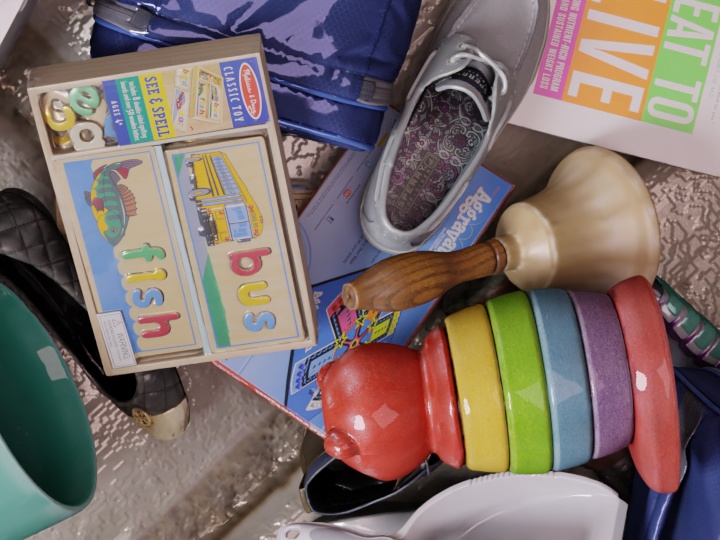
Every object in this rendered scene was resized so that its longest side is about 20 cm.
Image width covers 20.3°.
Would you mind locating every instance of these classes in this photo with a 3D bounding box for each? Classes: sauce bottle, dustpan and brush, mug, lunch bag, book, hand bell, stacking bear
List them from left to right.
[{"bbox_3d":[-0.245,0.086,1.209,0.114,0.186,0.152,-26,124,11],"label":"mug"},{"bbox_3d":[-0.071,-0.146,1.185,0.199,0.136,0.133,15,97,-10],"label":"lunch bag"},{"bbox_3d":[0.048,0.176,1.201,0.199,0.057,0.140,2,60,24],"label":"dustpan and brush"},{"bbox_3d":[0.072,-0.006,1.198,0.199,0.104,0.105,-14,104,-33],"label":"hand bell"},{"bbox_3d":[0.075,0.071,1.161,0.198,0.122,0.114,-9,138,-1],"label":"stacking bear"},{"bbox_3d":[0.135,0.079,1.307,0.065,0.065,0.200,-41,105,-1],"label":"sauce bottle"},{"bbox_3d":[0.153,-0.147,1.283,0.199,0.048,0.135,13,96,-9],"label":"book"},{"bbox_3d":[0.233,0.161,1.249,0.131,0.136,0.201,3,108,-16],"label":"lunch bag"}]

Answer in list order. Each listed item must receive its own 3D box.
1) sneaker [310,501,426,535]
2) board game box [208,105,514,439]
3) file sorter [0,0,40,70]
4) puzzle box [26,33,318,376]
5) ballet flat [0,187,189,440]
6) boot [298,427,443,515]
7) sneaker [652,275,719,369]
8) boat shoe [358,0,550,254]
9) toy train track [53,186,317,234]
[{"bbox_3d":[0.068,0.182,1.305,0.199,0.070,0.081,-11,90,1],"label":"sneaker"},{"bbox_3d":[0.000,0.000,1.241,0.103,0.019,0.200,33,73,9],"label":"board game box"},{"bbox_3d":[-0.258,-0.144,1.130,0.124,0.200,0.139,29,94,-9],"label":"file sorter"},{"bbox_3d":[-0.103,-0.033,1.149,0.132,0.025,0.201,-9,123,3],"label":"puzzle box"},{"bbox_3d":[-0.175,0.036,1.232,0.200,0.066,0.057,53,45,-25],"label":"ballet flat"},{"bbox_3d":[0.052,0.102,1.244,0.199,0.097,0.075,-19,111,19],"label":"boot"},{"bbox_3d":[0.200,0.066,1.313,0.200,0.074,0.088,38,97,-15],"label":"sneaker"},{"bbox_3d":[0.063,-0.101,1.214,0.070,0.072,0.202,28,84,-6],"label":"boat shoe"},{"bbox_3d":[-0.094,-0.038,1.265,0.198,0.033,0.116,-2,93,-15],"label":"toy train track"}]
